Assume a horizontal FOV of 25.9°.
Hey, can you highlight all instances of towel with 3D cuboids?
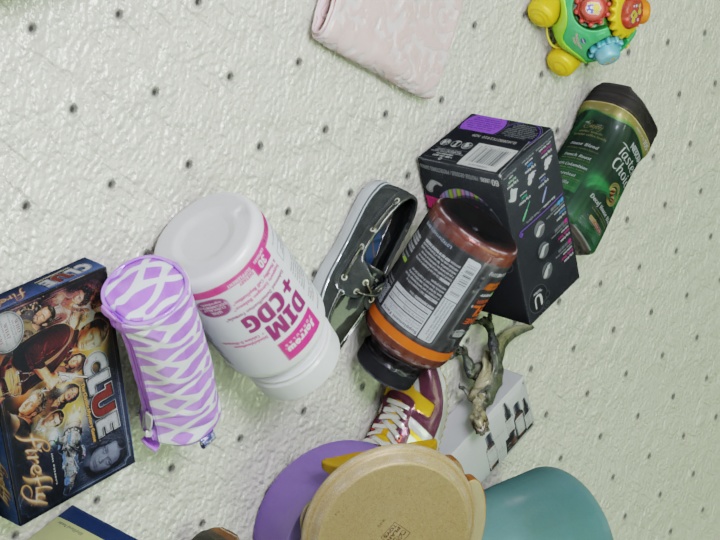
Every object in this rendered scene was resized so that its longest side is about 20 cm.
[{"bbox_3d":[0.043,-0.295,1.618,0.199,0.032,0.193,21,87,-49],"label":"towel"}]

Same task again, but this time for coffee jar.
[{"bbox_3d":[0.285,-0.126,1.909,0.201,0.085,0.104,-60,138,-17],"label":"coffee jar"}]

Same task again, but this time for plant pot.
[{"bbox_3d":[0.180,0.348,1.872,0.160,0.200,0.203,-7,108,-37],"label":"plant pot"}]

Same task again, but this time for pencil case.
[{"bbox_3d":[-0.180,0.077,1.417,0.085,0.084,0.201,-34,141,-24],"label":"pencil case"}]

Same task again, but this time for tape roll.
[{"bbox_3d":[-0.008,0.288,1.660,0.198,0.085,0.202,-7,106,-25],"label":"tape roll"}]

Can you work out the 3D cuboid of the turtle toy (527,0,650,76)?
[{"bbox_3d":[0.272,-0.322,1.815,0.146,0.101,0.201,-52,135,-24],"label":"turtle toy"}]

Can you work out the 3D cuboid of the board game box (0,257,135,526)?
[{"bbox_3d":[-0.272,0.106,1.386,0.135,0.034,0.202,-28,122,-41],"label":"board game box"}]

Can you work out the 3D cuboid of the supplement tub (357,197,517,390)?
[{"bbox_3d":[0.075,0.029,1.669,0.106,0.107,0.201,7,122,-49],"label":"supplement tub"}]

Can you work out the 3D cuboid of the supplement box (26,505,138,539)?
[{"bbox_3d":[-0.267,0.362,1.400,0.199,0.134,0.202,-37,128,-36],"label":"supplement box"}]

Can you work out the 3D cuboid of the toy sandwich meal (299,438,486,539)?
[{"bbox_3d":[0.031,0.250,1.589,0.203,0.070,0.207,-6,112,-15],"label":"toy sandwich meal"}]

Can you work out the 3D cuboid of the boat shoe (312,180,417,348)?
[{"bbox_3d":[0.000,0.000,1.646,0.068,0.056,0.202,31,79,-49],"label":"boat shoe"}]

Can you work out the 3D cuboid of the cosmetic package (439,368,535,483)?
[{"bbox_3d":[0.129,0.210,1.869,0.200,0.050,0.083,-43,131,-31],"label":"cosmetic package"}]

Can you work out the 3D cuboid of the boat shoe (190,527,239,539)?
[{"bbox_3d":[-0.151,0.352,1.586,0.074,0.075,0.202,-10,118,-52],"label":"boat shoe"}]

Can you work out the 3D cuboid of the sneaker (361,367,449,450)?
[{"bbox_3d":[0.041,0.185,1.742,0.090,0.075,0.202,-8,107,-48],"label":"sneaker"}]

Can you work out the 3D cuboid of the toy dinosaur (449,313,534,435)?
[{"bbox_3d":[0.148,0.106,1.857,0.088,0.047,0.201,54,43,-26],"label":"toy dinosaur"}]

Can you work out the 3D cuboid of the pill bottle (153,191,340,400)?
[{"bbox_3d":[-0.102,0.030,1.494,0.114,0.113,0.200,-55,137,-21],"label":"pill bottle"}]

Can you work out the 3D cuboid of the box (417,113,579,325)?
[{"bbox_3d":[0.156,-0.058,1.755,0.106,0.122,0.201,-40,129,-34],"label":"box"}]
